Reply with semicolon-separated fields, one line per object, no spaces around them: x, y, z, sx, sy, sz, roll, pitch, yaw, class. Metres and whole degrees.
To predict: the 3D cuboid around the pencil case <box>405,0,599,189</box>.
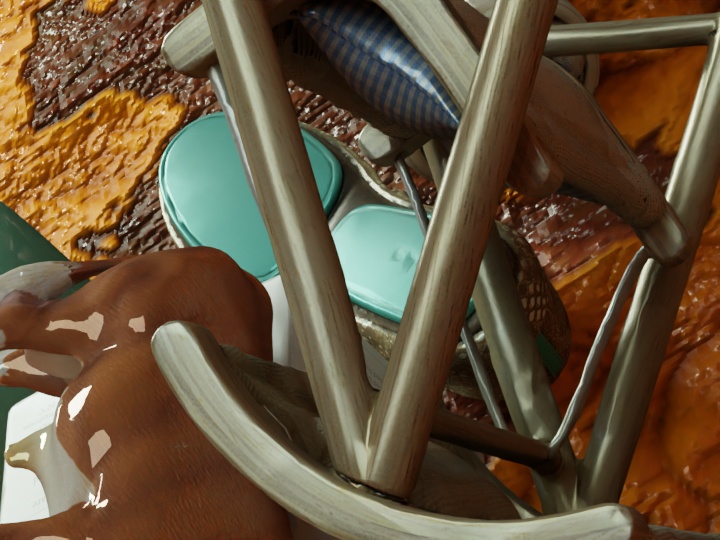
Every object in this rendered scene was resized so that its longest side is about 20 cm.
0.022;-0.112;0.974;0.078;0.089;0.200;-37;40;10;pencil case

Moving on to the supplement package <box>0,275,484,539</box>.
-0.033;0.125;0.797;0.117;0.117;0.201;-25;42;23;supplement package

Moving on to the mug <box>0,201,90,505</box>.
-0.186;0.033;1.016;0.185;0.114;0.152;24;75;49;mug

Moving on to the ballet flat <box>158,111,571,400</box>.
0.000;0.000;0.915;0.071;0.065;0.200;-51;39;-6;ballet flat

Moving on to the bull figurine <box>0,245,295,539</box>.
-0.066;0.066;0.720;0.121;0.065;0.201;-3;37;-3;bull figurine

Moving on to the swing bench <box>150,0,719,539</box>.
0.035;-0.011;0.720;0.129;0.199;0.201;-3;80;19;swing bench
